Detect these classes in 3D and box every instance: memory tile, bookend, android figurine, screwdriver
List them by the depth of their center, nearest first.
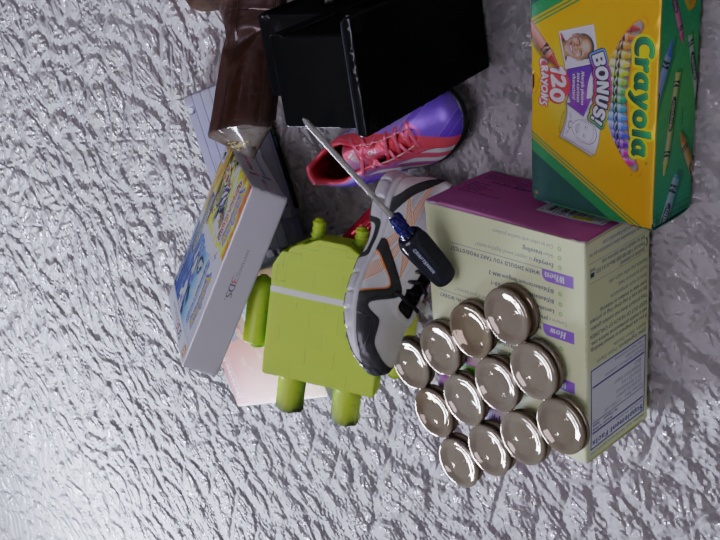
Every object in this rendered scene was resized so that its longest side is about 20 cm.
[{"bbox_3d":[0.019,-0.056,0.886,0.029,0.028,0.200,-3,138,43],"label":"screwdriver"},{"bbox_3d":[-0.023,-0.193,0.925,0.197,0.198,0.094,8,119,36],"label":"bookend"},{"bbox_3d":[0.109,0.105,0.947,0.199,0.017,0.155,-33,82,53],"label":"memory tile"},{"bbox_3d":[-0.032,0.050,1.077,0.179,0.041,0.204,10,104,13],"label":"android figurine"}]

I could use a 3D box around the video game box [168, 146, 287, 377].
[{"bbox_3d":[-0.146,-0.018,1.142,0.203,0.046,0.182,-67,23,13],"label":"video game box"}]

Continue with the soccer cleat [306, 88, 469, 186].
[{"bbox_3d":[0.025,-0.121,1.037,0.199,0.073,0.069,-16,96,53],"label":"soccer cleat"}]

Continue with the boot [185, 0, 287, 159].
[{"bbox_3d":[-0.134,-0.208,1.068,0.185,0.063,0.204,-5,79,55],"label":"boot"}]

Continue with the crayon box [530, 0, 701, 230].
[{"bbox_3d":[0.195,-0.145,0.831,0.118,0.058,0.204,20,124,43],"label":"crayon box"}]

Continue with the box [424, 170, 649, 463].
[{"bbox_3d":[0.155,0.035,0.946,0.174,0.096,0.204,18,122,44],"label":"box"}]

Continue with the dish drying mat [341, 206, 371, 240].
[{"bbox_3d":[0.000,0.000,1.089,0.077,0.018,0.200,46,107,3],"label":"dish drying mat"}]

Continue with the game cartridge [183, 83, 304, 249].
[{"bbox_3d":[-0.135,-0.122,1.264,0.128,0.038,0.203,-7,104,48],"label":"game cartridge"}]

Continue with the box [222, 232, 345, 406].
[{"bbox_3d":[-0.079,0.061,1.235,0.199,0.105,0.155,-16,97,52],"label":"box"}]

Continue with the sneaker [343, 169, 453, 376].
[{"bbox_3d":[0.040,-0.001,0.987,0.079,0.074,0.204,3,70,28],"label":"sneaker"}]

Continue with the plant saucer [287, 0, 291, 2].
[{"bbox_3d":[-0.070,-0.300,1.089,0.199,0.032,0.203,28,130,39],"label":"plant saucer"}]
